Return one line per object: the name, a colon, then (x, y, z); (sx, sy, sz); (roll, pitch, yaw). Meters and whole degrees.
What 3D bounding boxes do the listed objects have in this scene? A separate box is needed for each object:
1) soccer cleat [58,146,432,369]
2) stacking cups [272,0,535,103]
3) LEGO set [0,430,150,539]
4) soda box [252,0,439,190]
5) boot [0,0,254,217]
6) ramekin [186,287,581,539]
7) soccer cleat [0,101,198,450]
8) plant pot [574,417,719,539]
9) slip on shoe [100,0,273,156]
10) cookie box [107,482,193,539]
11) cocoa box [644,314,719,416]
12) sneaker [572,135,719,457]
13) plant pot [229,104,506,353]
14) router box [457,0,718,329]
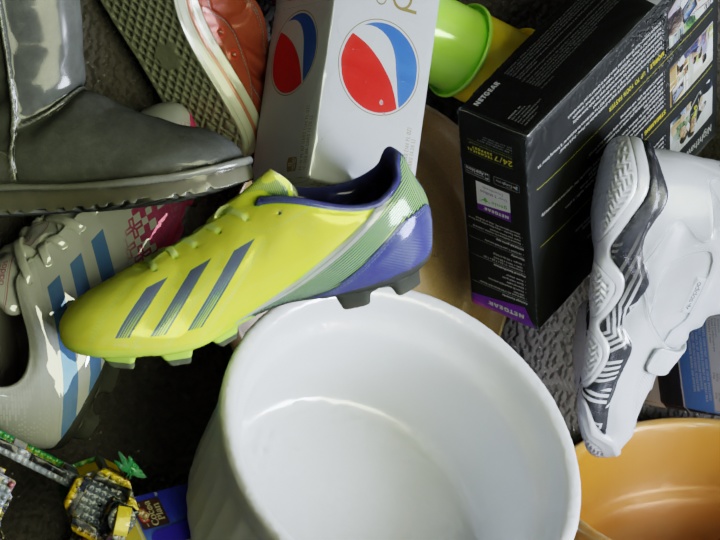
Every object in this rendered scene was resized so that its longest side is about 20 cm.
soccer cleat: (-0.061, -0.010, 1.481); (0.199, 0.065, 0.084); (-17, 118, -10)
stacking cups: (0.014, -0.147, 1.626); (0.200, 0.060, 0.061); (26, 80, -33)
LEGO set: (-0.196, 0.158, 1.446); (0.154, 0.116, 0.200); (37, 89, -13)
soda box: (-0.003, -0.137, 1.552); (0.068, 0.064, 0.201); (12, 81, -31)
boot: (-0.149, -0.129, 1.473); (0.181, 0.073, 0.201); (-3, 90, 2)
ramekin: (0.006, 0.115, 1.528); (0.200, 0.098, 0.201); (14, 50, -17)
soccer cleat: (-0.149, -0.006, 1.524); (0.086, 0.070, 0.201); (27, 78, -28)
plant pot: (0.206, 0.212, 1.727); (0.200, 0.200, 0.184); (-13, 117, -33)
slip on shoe: (-0.095, -0.153, 1.550); (0.061, 0.074, 0.200); (-47, 122, -35)
cookie box: (-0.033, 0.191, 1.570); (0.199, 0.075, 0.172); (-12, 65, -33)
cocoa box: (0.273, 0.005, 1.775); (0.199, 0.131, 0.134); (-13, 102, -33)
sneaker: (0.182, 0.021, 1.640); (0.114, 0.075, 0.201); (4, 119, -1)
plant pot: (0.000, 0.000, 1.652); (0.199, 0.027, 0.201); (-3, 96, -33)
router box: (0.133, -0.085, 1.665); (0.200, 0.051, 0.150); (-45, 145, -34)
